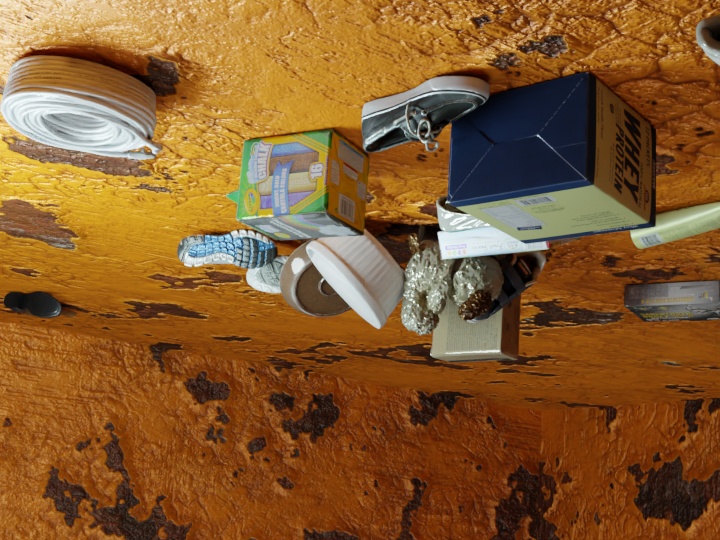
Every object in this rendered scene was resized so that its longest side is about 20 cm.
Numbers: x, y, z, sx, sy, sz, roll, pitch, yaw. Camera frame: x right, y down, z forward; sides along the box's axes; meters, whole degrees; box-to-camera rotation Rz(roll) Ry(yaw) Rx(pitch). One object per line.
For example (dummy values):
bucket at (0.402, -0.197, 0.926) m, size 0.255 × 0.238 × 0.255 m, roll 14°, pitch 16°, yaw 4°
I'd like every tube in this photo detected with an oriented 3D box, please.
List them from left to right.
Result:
tube at (0.528, -0.079, 1.618) m, size 0.198 × 0.052 × 0.058 m, roll -15°, pitch -162°, yaw 45°

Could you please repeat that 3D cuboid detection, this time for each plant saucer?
plant saucer at (-0.058, 0.019, 1.972) m, size 0.197 × 0.035 × 0.203 m, roll -9°, pitch 130°, yaw -11°

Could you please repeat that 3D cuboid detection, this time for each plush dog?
plush dog at (0.169, 0.008, 1.789) m, size 0.169 × 0.201 × 0.162 m, roll 9°, pitch 132°, yaw 19°

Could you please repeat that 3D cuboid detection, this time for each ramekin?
ramekin at (0.000, 0.000, 1.838) m, size 0.202 × 0.094 × 0.203 m, roll 45°, pitch 171°, yaw 9°

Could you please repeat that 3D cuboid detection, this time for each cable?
cable at (-0.363, -0.213, 1.322) m, size 0.196 × 0.070 × 0.200 m, roll 5°, pitch 165°, yaw 3°

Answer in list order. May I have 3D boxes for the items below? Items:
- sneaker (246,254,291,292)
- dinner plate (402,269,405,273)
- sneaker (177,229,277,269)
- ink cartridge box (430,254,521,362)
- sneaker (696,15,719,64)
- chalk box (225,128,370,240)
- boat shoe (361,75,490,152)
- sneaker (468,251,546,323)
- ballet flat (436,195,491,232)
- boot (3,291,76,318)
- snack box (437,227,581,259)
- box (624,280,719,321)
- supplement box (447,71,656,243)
sneaker at (-0.128, 0.001, 2.029) m, size 0.197 × 0.079 × 0.099 m, roll -12°, pitch 176°, yaw 0°
dinner plate at (-0.002, 0.006, 2.181) m, size 0.196 × 0.025 × 0.200 m, roll 4°, pitch 166°, yaw 1°
sneaker at (-0.254, -0.044, 1.998) m, size 0.196 × 0.076 × 0.087 m, roll 3°, pitch -176°, yaw 11°
ink cartridge box at (0.230, 0.075, 2.001) m, size 0.163 × 0.204 × 0.075 m, roll -6°, pitch 162°, yaw 39°
sneaker at (0.399, -0.231, 0.951) m, size 0.098 × 0.079 × 0.199 m, roll 16°, pitch 162°, yaw -27°
chalk box at (-0.101, -0.121, 1.496) m, size 0.197 × 0.126 × 0.124 m, roll -2°, pitch 166°, yaw 28°
boat shoe at (0.076, -0.189, 1.269) m, size 0.197 × 0.069 × 0.073 m, roll -7°, pitch 162°, yaw 38°
sneaker at (0.265, 0.019, 1.882) m, size 0.079 × 0.200 × 0.079 m, roll 53°, pitch 150°, yaw -6°
ballet flat at (0.202, -0.101, 1.601) m, size 0.198 × 0.071 × 0.069 m, roll -5°, pitch 163°, yaw 36°
boot at (-0.851, 0.113, 2.800) m, size 0.185 × 0.070 × 0.200 m, roll -1°, pitch 166°, yaw 21°
snack box at (0.247, -0.059, 1.678) m, size 0.197 × 0.054 × 0.141 m, roll -5°, pitch -175°, yaw 35°
box at (0.673, 0.067, 2.139) m, size 0.197 × 0.049 × 0.158 m, roll -4°, pitch 164°, yaw 30°
supplement box at (0.247, -0.133, 1.295) m, size 0.198 × 0.137 × 0.199 m, roll -7°, pitch 162°, yaw 38°
